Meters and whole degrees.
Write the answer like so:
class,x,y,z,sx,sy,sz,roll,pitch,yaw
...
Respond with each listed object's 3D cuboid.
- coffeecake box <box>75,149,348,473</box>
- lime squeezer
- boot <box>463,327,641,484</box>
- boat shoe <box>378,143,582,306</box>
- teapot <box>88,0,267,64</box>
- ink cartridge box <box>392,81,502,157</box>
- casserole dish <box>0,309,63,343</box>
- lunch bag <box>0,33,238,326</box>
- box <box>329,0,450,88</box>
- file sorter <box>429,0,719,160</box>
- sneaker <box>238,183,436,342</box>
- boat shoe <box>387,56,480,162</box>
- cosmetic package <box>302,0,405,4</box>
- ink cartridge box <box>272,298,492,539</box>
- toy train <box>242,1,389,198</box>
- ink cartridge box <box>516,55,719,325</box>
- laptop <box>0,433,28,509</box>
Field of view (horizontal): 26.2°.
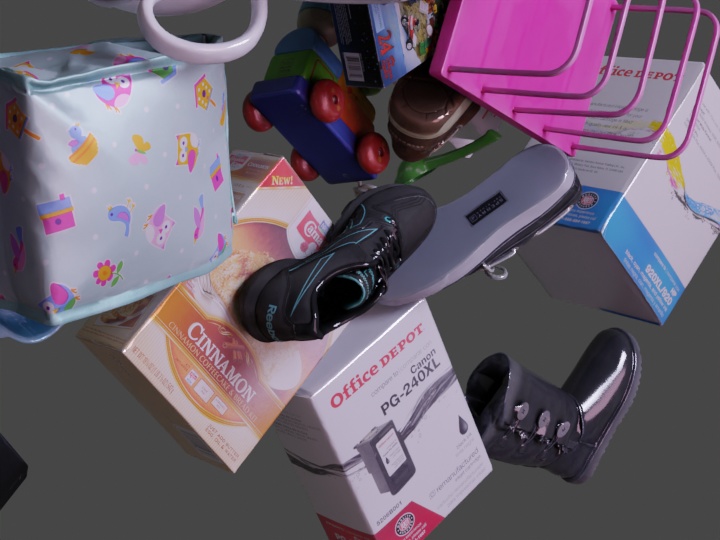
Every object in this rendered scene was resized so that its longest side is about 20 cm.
class,x,y,z,sx,sy,sz,roll,pitch,yaw
coffeecake box,-0.100,0.030,1.219,0.200,0.073,0.154,-52,127,-20
lime squeezer,0.055,-0.055,1.347,0.201,0.070,0.038,-65,171,30
boot,0.179,0.111,1.482,0.200,0.065,0.166,24,84,-44
boat shoe,0.096,-0.028,1.292,0.199,0.074,0.068,-38,144,3
teapot,-0.157,-0.244,1.029,0.146,0.199,0.198,-40,124,-32
ink cartridge box,0.086,-0.193,1.337,0.200,0.067,0.117,42,71,-38
casserole dish,-0.228,-0.042,1.115,0.121,0.039,0.200,47,68,-37
lunch bag,-0.168,-0.070,1.051,0.200,0.122,0.171,-19,113,-45
box,0.023,-0.253,1.139,0.136,0.038,0.201,-39,127,-42
file sorter,0.175,-0.179,1.196,0.200,0.125,0.140,23,81,-49
sneaker,0.000,0.000,1.200,0.200,0.079,0.076,-38,122,-31
boat shoe,0.082,-0.165,1.263,0.202,0.075,0.075,-46,161,-31
cosmetic package,0.045,-0.235,1.057,0.200,0.101,0.074,-24,117,-46
ink cartridge box,0.013,0.132,1.334,0.145,0.083,0.201,-40,124,-28
toy train,-0.004,-0.126,1.276,0.200,0.084,0.116,45,53,-43
ink cartridge box,0.249,-0.080,1.452,0.200,0.147,0.145,-55,129,-17
laptop,-0.351,0.145,1.067,0.200,0.103,0.178,41,70,-12
